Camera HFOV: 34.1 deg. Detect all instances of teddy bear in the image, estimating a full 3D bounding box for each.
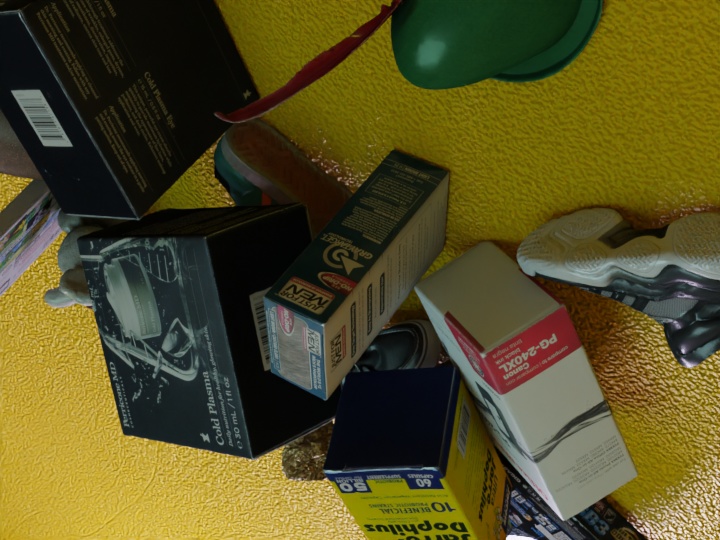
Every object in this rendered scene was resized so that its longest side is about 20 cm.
[{"bbox_3d":[0.017,0.181,1.225,0.199,0.067,0.145,0,179,6],"label":"teddy bear"}]

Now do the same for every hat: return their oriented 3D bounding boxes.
[{"bbox_3d":[0.045,-0.149,0.796,0.166,0.176,0.200,42,145,-4],"label":"hat"}]

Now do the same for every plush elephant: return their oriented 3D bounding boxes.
[{"bbox_3d":[-0.271,0.013,1.278,0.154,0.165,0.200,20,126,-21],"label":"plush elephant"}]

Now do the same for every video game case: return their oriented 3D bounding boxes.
[{"bbox_3d":[-0.355,-0.047,1.256,0.022,0.200,0.182,37,145,-1],"label":"video game case"}]

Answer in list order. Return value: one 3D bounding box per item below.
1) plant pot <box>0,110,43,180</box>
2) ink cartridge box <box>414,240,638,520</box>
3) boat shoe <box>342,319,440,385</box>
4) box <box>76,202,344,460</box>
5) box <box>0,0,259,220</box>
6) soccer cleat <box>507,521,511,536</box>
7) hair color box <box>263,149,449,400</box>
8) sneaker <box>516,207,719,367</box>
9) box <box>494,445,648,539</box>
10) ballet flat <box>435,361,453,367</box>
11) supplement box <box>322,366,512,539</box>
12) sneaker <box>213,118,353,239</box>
[{"bbox_3d":[-0.333,-0.167,1.146,0.199,0.187,0.187,26,146,-6],"label":"plant pot"},{"bbox_3d":[0.143,0.095,1.012,0.200,0.083,0.145,62,172,-29],"label":"ink cartridge box"},{"bbox_3d":[-0.006,0.098,1.181,0.066,0.070,0.200,10,156,-40],"label":"boat shoe"},{"bbox_3d":[-0.137,0.049,1.070,0.196,0.124,0.201,1,106,46],"label":"box"},{"bbox_3d":[-0.209,-0.176,0.996,0.104,0.182,0.200,6,133,39],"label":"box"},{"bbox_3d":[0.083,0.273,1.254,0.084,0.065,0.200,46,145,-11],"label":"soccer cleat"},{"bbox_3d":[0.000,0.000,0.984,0.060,0.200,0.100,24,142,21],"label":"hair color box"},{"bbox_3d":[0.220,0.017,0.911,0.200,0.076,0.114,2,131,41],"label":"sneaker"},{"bbox_3d":[0.179,0.265,1.248,0.200,0.050,0.199,42,148,-1],"label":"box"},{"bbox_3d":[0.083,0.128,1.171,0.200,0.063,0.069,-10,123,47],"label":"ballet flat"},{"bbox_3d":[0.059,0.192,1.075,0.108,0.110,0.200,-6,137,22],"label":"supplement box"},{"bbox_3d":[-0.059,-0.053,1.099,0.200,0.071,0.080,46,146,4],"label":"sneaker"}]
